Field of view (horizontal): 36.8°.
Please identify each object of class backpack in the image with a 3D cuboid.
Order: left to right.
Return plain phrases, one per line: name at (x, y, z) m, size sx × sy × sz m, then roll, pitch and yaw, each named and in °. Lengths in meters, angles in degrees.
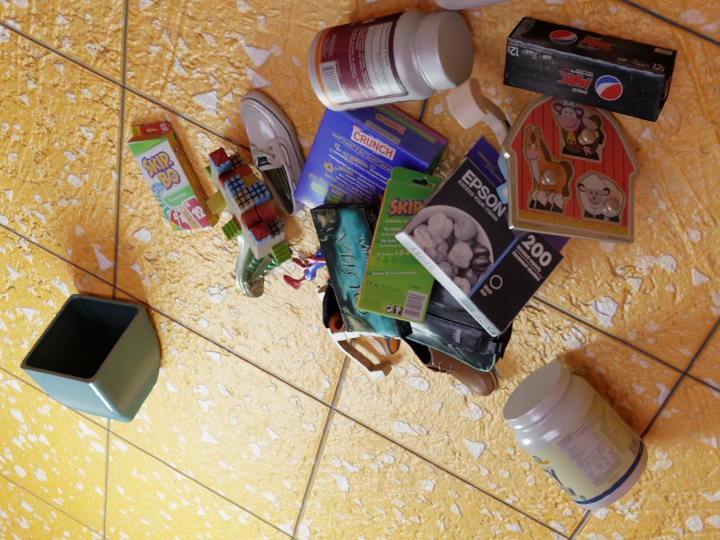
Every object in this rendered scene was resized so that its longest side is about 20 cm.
backpack at (0.133, 0.029, 1.598) m, size 0.198 × 0.154 × 0.177 m, roll 14°, pitch 128°, yaw 15°

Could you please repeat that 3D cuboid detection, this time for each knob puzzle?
knob puzzle at (0.268, -0.141, 1.343) m, size 0.219 × 0.220 × 0.030 m, roll 43°, pitch 157°, yaw -7°

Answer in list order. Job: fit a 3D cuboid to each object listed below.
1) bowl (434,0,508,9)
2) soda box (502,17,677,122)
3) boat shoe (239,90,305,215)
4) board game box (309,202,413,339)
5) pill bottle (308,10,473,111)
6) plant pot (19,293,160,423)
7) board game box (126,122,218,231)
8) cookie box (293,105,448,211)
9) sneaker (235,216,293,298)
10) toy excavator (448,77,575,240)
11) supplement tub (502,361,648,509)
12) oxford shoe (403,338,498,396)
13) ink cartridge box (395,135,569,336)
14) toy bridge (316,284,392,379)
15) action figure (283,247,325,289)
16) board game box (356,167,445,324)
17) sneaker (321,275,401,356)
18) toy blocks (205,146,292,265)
bowl at (0.136, -0.402, 1.277) m, size 0.199 × 0.075 × 0.201 m, roll -2°, pitch 125°, yaw 37°
soda box at (0.278, -0.248, 1.325) m, size 0.198 × 0.063 × 0.071 m, roll 19°, pitch 136°, yaw 20°
boat shoe at (-0.131, -0.177, 1.658) m, size 0.073 × 0.067 × 0.201 m, roll -13°, pitch 119°, yaw 40°
board game box at (0.000, 0.000, 1.582) m, size 0.135 × 0.028 × 0.202 m, roll 2°, pitch 113°, yaw 52°
pill bottle at (0.040, -0.277, 1.420) m, size 0.199 × 0.114 × 0.115 m, roll -2°, pitch 126°, yaw 35°
plant pot at (-0.513, 0.193, 2.162) m, size 0.195 × 0.197 × 0.201 m, roll 8°, pitch 141°, yaw 28°
board game box at (-0.322, -0.157, 1.836) m, size 0.095 × 0.030 × 0.201 m, roll -2°, pitch 123°, yaw 34°
cookie box at (0.011, -0.147, 1.583) m, size 0.170 × 0.075 × 0.201 m, roll 32°, pitch 138°, yaw 5°
sneaker at (-0.159, -0.022, 1.816) m, size 0.088 × 0.077 × 0.201 m, roll 15°, pitch 137°, yaw 10°
toy excavator at (0.205, -0.150, 1.404) m, size 0.100 × 0.194 × 0.201 m, roll -32°, pitch 78°, yaw 33°
supplement tub at (0.330, 0.254, 1.674) m, size 0.200 × 0.145 × 0.145 m, roll 45°, pitch 137°, yaw -9°
oxford shoe at (0.139, 0.147, 1.764) m, size 0.200 × 0.071 × 0.071 m, roll 39°, pitch 136°, yaw -5°
ink cartridge box at (0.179, -0.051, 1.468) m, size 0.198 × 0.200 × 0.043 m, roll 44°, pitch 162°, yaw -10°
toy bridge at (-0.022, 0.104, 1.864) m, size 0.067 × 0.027 × 0.201 m, roll -13°, pitch 118°, yaw 42°
action figure at (-0.055, -0.028, 1.741) m, size 0.052 × 0.066 × 0.199 m, roll 45°, pitch 139°, yaw -17°
board game box at (0.064, -0.035, 1.496) m, size 0.095 × 0.030 × 0.202 m, roll 14°, pitch 96°, yaw -8°
sneaker at (-0.008, 0.082, 1.771) m, size 0.077 × 0.112 × 0.201 m, roll -8°, pitch 122°, yaw 38°
toy blocks at (-0.176, -0.109, 1.678) m, size 0.201 × 0.099 × 0.137 m, roll 59°, pitch 168°, yaw 10°
